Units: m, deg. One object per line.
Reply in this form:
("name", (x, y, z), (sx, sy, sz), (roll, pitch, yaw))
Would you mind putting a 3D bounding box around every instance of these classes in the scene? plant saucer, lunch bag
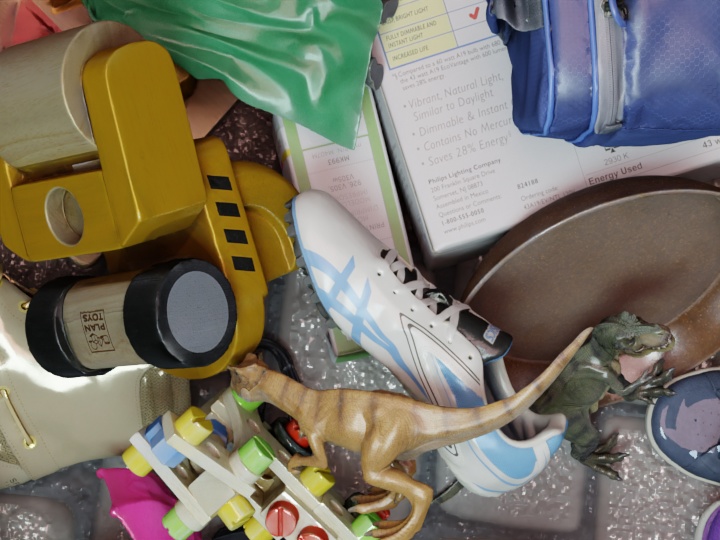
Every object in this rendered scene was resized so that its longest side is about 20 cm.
("plant saucer", (0.141, 0.009, 1.369), (0.199, 0.201, 0.035), (-16, 54, -3))
("lunch bag", (0.129, -0.132, 1.235), (0.131, 0.200, 0.137), (-4, 91, 0))

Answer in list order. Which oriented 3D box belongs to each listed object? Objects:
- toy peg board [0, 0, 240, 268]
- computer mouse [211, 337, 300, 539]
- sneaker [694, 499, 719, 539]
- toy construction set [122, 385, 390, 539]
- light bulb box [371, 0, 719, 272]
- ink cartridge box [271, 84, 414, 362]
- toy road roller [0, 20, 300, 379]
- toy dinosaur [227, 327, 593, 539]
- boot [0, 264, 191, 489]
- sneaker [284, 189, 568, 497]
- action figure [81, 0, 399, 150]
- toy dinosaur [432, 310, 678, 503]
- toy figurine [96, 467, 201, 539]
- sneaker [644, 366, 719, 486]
("toy peg board", (-0.169, -0.142, 1.400), (0.200, 0.098, 0.199), (42, 85, 1))
("computer mouse", (-0.061, 0.140, 1.419), (0.058, 0.034, 0.202), (4, 80, 15))
("sneaker", (0.250, 0.225, 1.387), (0.080, 0.083, 0.201), (-17, 89, 2))
("toy construction set", (-0.044, 0.144, 1.327), (0.092, 0.131, 0.201), (-28, 101, 13))
("light bulb box", (0.100, -0.127, 1.395), (0.197, 0.125, 0.201), (-17, 85, -3))
("ink cartridge box", (0.000, 0.000, 1.392), (0.059, 0.104, 0.201), (-14, 87, -3))
("toy road roller", (-0.109, -0.039, 1.305), (0.146, 0.122, 0.201), (-23, 101, -43))
("toy dinosaur", (0.020, 0.084, 1.248), (0.198, 0.060, 0.107), (3, 114, 16))
("boot", (-0.176, 0.023, 1.381), (0.154, 0.073, 0.202), (-10, 103, 0))
("sneaker", (0.035, 0.031, 1.298), (0.072, 0.072, 0.200), (-38, 96, 21))
("action figure", (-0.080, -0.148, 1.334), (0.199, 0.055, 0.119), (15, 96, 14))
("toy dinosaur", (0.130, 0.081, 1.396), (0.088, 0.200, 0.048), (14, 46, -32))
("toy figurine", (-0.177, 0.181, 1.364), (0.183, 0.201, 0.151), (-4, 48, -21))
("sneaker", (0.267, 0.101, 1.402), (0.198, 0.085, 0.076), (11, 88, -1))
